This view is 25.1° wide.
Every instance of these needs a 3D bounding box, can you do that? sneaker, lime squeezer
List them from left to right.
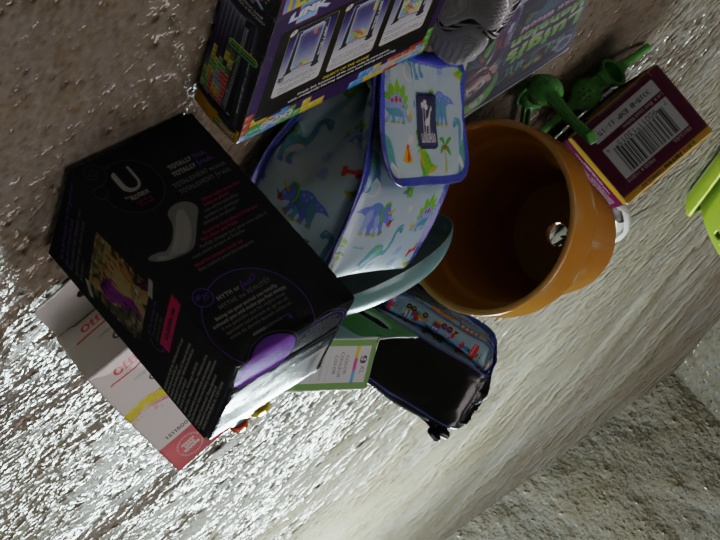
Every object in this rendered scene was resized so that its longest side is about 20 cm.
[{"bbox_3d":[0.136,-0.257,1.344,0.115,0.075,0.200,-21,150,-44],"label":"sneaker"},{"bbox_3d":[0.194,-0.172,1.682,0.038,0.071,0.200,-43,-165,-7],"label":"lime squeezer"},{"bbox_3d":[0.318,-0.045,2.283,0.088,0.076,0.200,-34,161,-24],"label":"sneaker"},{"bbox_3d":[0.272,-0.207,1.841,0.200,0.038,0.071,-39,161,-14],"label":"lime squeezer"}]

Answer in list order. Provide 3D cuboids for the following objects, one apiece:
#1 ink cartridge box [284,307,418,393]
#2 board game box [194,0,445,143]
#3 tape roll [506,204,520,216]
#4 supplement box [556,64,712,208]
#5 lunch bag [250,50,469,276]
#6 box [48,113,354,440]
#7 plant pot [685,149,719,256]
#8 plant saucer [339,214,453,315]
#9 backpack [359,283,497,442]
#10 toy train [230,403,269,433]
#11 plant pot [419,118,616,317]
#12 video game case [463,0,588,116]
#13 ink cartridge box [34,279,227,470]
[{"bbox_3d":[-0.054,0.073,1.584,0.200,0.104,0.059,0,110,-41],"label":"ink cartridge box"},{"bbox_3d":[-0.017,-0.197,1.189,0.200,0.057,0.165,-30,158,-33],"label":"board game box"},{"bbox_3d":[0.150,-0.054,1.896,0.202,0.071,0.203,-38,163,-14],"label":"tape roll"},{"bbox_3d":[0.303,-0.148,1.854,0.131,0.103,0.200,-41,-179,-3],"label":"supplement box"},{"bbox_3d":[0.009,-0.100,1.395,0.170,0.127,0.200,-8,126,-62],"label":"lunch bag"},{"bbox_3d":[-0.121,0.003,1.202,0.122,0.200,0.106,-29,160,-35],"label":"box"},{"bbox_3d":[0.673,-0.130,2.682,0.200,0.182,0.199,-29,159,-36],"label":"plant pot"},{"bbox_3d":[0.000,0.000,1.563,0.200,0.027,0.200,-20,-162,7],"label":"plant saucer"},{"bbox_3d":[0.074,0.096,1.931,0.135,0.182,0.200,-58,176,9],"label":"backpack"},{"bbox_3d":[-0.113,0.095,1.716,0.200,0.056,0.150,-51,159,21],"label":"toy train"},{"bbox_3d":[0.175,-0.045,1.692,0.200,0.200,0.183,-48,151,20],"label":"plant pot"},{"bbox_3d":[0.145,-0.223,1.543,0.200,0.023,0.182,-35,162,-23],"label":"video game case"},{"bbox_3d":[-0.171,0.068,1.360,0.116,0.067,0.200,-41,137,-5],"label":"ink cartridge box"}]
